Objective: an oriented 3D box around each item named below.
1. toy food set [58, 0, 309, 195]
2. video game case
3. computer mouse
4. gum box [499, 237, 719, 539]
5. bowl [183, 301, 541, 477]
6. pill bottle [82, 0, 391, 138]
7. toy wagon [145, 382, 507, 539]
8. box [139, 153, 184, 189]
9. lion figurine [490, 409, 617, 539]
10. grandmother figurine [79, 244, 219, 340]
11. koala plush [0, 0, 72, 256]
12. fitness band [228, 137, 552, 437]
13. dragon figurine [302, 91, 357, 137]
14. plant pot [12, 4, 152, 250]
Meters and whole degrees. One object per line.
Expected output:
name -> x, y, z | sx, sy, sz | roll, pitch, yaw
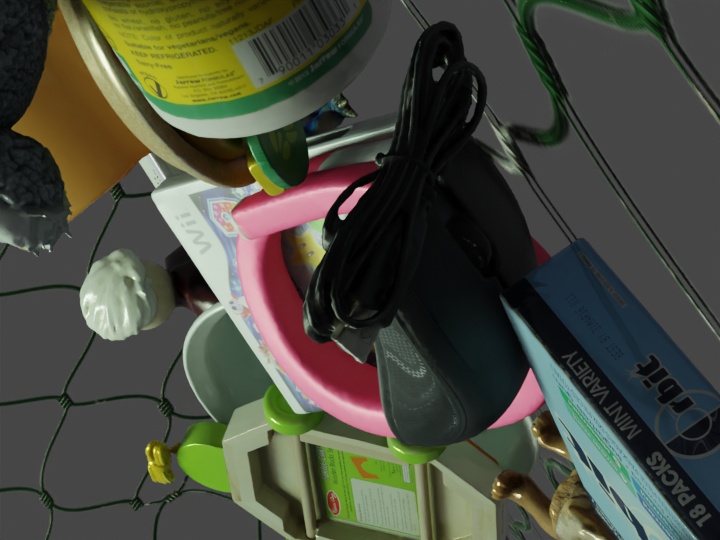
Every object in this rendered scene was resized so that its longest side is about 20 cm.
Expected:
toy food set -> -0.077, -0.131, 1.093 | 0.198, 0.049, 0.200 | 52, -152, -39
video game case -> 0.000, 0.000, 1.166 | 0.200, 0.018, 0.143 | -12, 117, 48
computer mouse -> 0.038, 0.010, 0.959 | 0.053, 0.139, 0.200 | 15, 154, 18
gum box -> 0.138, 0.102, 0.969 | 0.170, 0.045, 0.200 | 52, 174, 35
bowl -> 0.012, 0.041, 1.326 | 0.201, 0.090, 0.201 | 14, 145, 10
pill bottle -> -0.073, -0.154, 0.914 | 0.113, 0.113, 0.200 | 51, 174, 46
toy wagon -> -0.019, 0.112, 1.327 | 0.200, 0.040, 0.155 | 13, 145, 13
box -> -0.109, -0.087, 1.259 | 0.200, 0.041, 0.039 | 57, 166, -4
lion figurine -> 0.136, 0.142, 1.221 | 0.122, 0.073, 0.200 | 37, 180, 34
grandmother figurine -> -0.067, 0.003, 1.437 | 0.121, 0.200, 0.061 | -143, 45, -66
koala plush -> -0.175, -0.095, 0.907 | 0.200, 0.184, 0.178 | 27, 136, 60
fitness band -> 0.016, 0.013, 1.113 | 0.200, 0.037, 0.144 | -12, 116, 51
dragon figurine -> -0.044, -0.056, 1.400 | 0.059, 0.099, 0.200 | 57, 176, -9
plant pot -> -0.173, -0.117, 1.145 | 0.183, 0.200, 0.200 | 50, 177, -10
